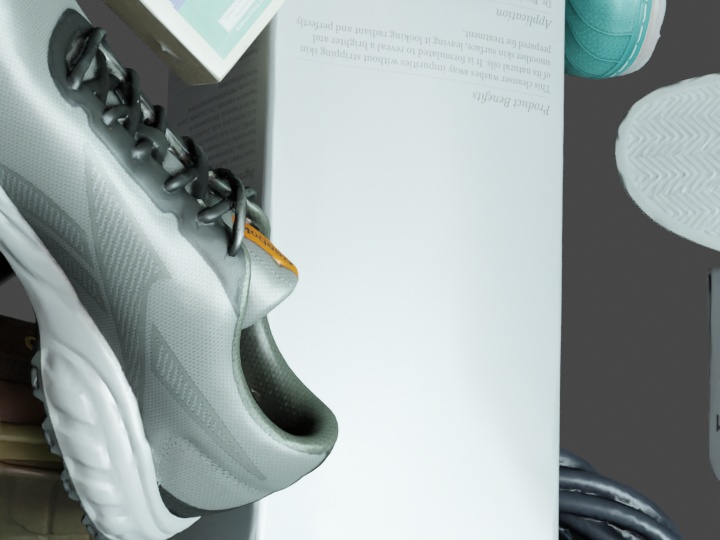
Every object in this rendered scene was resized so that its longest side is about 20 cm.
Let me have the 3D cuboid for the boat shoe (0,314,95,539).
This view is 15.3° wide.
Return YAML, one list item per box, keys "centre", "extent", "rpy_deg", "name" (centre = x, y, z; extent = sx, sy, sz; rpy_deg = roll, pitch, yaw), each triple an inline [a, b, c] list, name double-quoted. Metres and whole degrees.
- centre: [-0.148, 0.033, 0.796]
  extent: [0.199, 0.072, 0.068]
  rpy_deg: [17, 52, -26]
  name: "boat shoe"

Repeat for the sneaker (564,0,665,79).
- centre: [0.043, -0.156, 0.903]
  extent: [0.079, 0.071, 0.202]
  rpy_deg: [-20, 101, -26]
  name: "sneaker"

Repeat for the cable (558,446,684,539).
- centre: [0.048, 0.142, 0.909]
  extent: [0.162, 0.051, 0.202]
  rpy_deg: [-11, 90, -1]
  name: "cable"

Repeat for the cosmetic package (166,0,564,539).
- centre: [0.000, 0.000, 0.850]
  extent: [0.112, 0.081, 0.202]
  rpy_deg: [9, 79, -28]
  name: "cosmetic package"

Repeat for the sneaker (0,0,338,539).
- centre: [-0.065, -0.021, 0.738]
  extent: [0.074, 0.079, 0.201]
  rpy_deg: [-73, 145, -61]
  name: "sneaker"

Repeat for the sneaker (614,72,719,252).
- centre: [0.192, -0.035, 1.008]
  extent: [0.198, 0.116, 0.074]
  rpy_deg: [2, 88, 3]
  name: "sneaker"

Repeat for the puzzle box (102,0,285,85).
- centre: [-0.032, -0.172, 0.787]
  extent: [0.133, 0.025, 0.200]
  rpy_deg: [45, 71, -22]
  name: "puzzle box"

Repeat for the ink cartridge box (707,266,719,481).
- centre: [0.250, 0.037, 1.011]
  extent: [0.199, 0.146, 0.087]
  rpy_deg: [-3, 95, -34]
  name: "ink cartridge box"

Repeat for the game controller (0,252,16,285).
- centre: [-0.135, -0.033, 0.740]
  extent: [0.105, 0.042, 0.200]
  rpy_deg: [63, 17, -6]
  name: "game controller"
